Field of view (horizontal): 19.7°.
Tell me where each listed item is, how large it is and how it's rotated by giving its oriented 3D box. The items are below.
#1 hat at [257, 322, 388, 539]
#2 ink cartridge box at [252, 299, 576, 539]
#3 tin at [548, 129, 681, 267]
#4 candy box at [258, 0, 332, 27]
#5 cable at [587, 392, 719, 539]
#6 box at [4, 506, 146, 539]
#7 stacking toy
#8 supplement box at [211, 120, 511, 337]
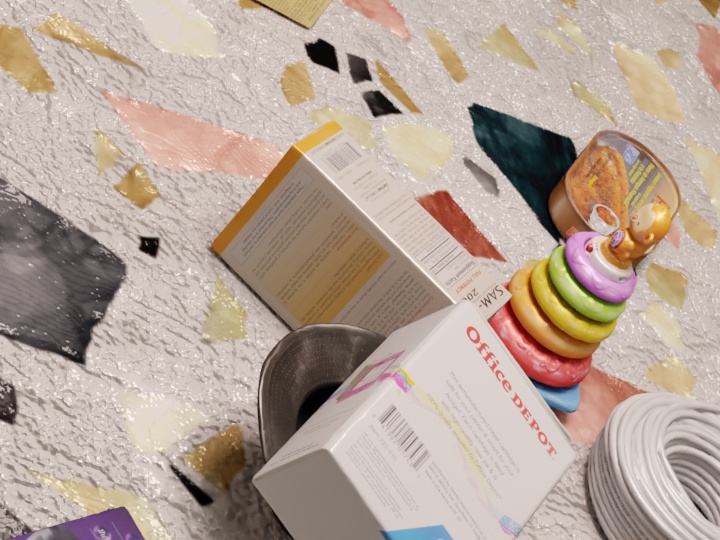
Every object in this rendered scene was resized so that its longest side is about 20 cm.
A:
[{"bbox_3d":[-0.020,0.141,1.482,0.201,0.081,0.201,20,58,-35],"label":"hat"},{"bbox_3d":[0.042,0.134,1.422,0.145,0.085,0.200,55,44,-8],"label":"ink cartridge box"},{"bbox_3d":[0.247,-0.067,2.012,0.112,0.042,0.200,38,34,3],"label":"tin"},{"bbox_3d":[-0.115,-0.317,1.917,0.200,0.055,0.115,25,37,-22],"label":"candy box"},{"bbox_3d":[0.277,0.190,1.729,0.200,0.069,0.200,22,40,-25],"label":"cable"},{"bbox_3d":[-0.193,0.239,1.183,0.200,0.104,0.148,-12,61,-50],"label":"box"},{"bbox_3d":[0.188,0.012,1.720,0.110,0.200,0.116,29,37,-17],"label":"stacking toy"},{"bbox_3d":[0.000,0.000,1.617,0.200,0.126,0.074,45,33,4],"label":"supplement box"}]
